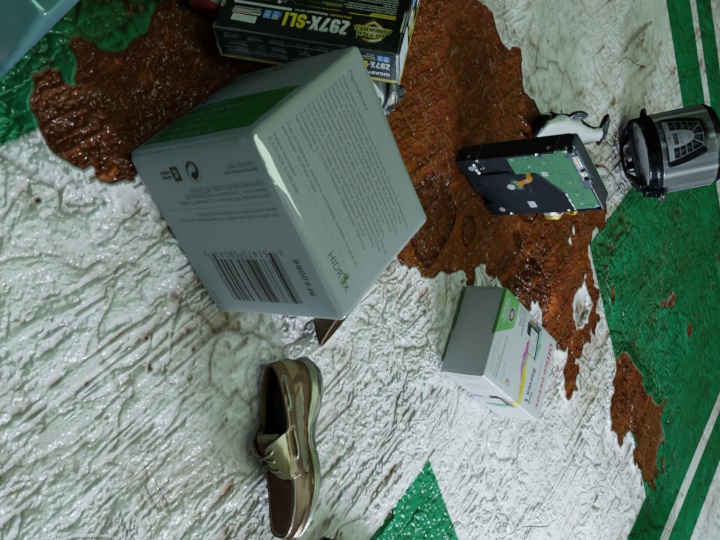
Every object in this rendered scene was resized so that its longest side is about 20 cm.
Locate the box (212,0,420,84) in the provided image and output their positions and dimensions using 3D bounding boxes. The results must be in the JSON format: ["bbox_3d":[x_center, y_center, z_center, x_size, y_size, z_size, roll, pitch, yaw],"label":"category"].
[{"bbox_3d":[-0.038,-0.288,0.771,0.050,0.195,0.163,83,19,-65],"label":"box"}]

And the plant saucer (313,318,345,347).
[{"bbox_3d":[0.000,0.000,0.870,0.036,0.201,0.201,37,54,5],"label":"plant saucer"}]

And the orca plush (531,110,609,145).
[{"bbox_3d":[0.379,-0.276,1.342,0.196,0.106,0.072,-14,61,-24],"label":"orca plush"}]

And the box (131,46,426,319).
[{"bbox_3d":[-0.077,-0.083,0.736,0.172,0.196,0.203,-47,123,-37],"label":"box"}]

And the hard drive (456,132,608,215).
[{"bbox_3d":[0.263,-0.144,1.119,0.140,0.197,0.038,45,60,-37],"label":"hard drive"}]

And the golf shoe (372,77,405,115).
[{"bbox_3d":[-0.022,-0.161,0.838,0.094,0.201,0.078,-31,72,-26],"label":"golf shoe"}]

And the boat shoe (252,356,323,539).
[{"bbox_3d":[-0.091,0.200,0.828,0.071,0.075,0.205,12,73,-44],"label":"boat shoe"}]

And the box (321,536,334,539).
[{"bbox_3d":[-0.021,0.463,0.926,0.159,0.045,0.203,39,63,-42],"label":"box"}]

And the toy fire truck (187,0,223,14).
[{"bbox_3d":[-0.179,-0.369,0.700,0.168,0.110,0.205,-8,98,-72],"label":"toy fire truck"}]

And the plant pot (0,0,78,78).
[{"bbox_3d":[-0.270,-0.224,0.514,0.142,0.197,0.143,51,55,-34],"label":"plant pot"}]

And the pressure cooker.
[{"bbox_3d":[0.668,-0.255,1.583,0.177,0.195,0.182,-83,161,-57],"label":"pressure cooker"}]

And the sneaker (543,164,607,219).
[{"bbox_3d":[0.397,-0.152,1.373,0.198,0.077,0.084,-24,112,-36],"label":"sneaker"}]

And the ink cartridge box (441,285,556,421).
[{"bbox_3d":[0.228,0.136,1.172,0.199,0.083,0.147,39,63,-42],"label":"ink cartridge box"}]
